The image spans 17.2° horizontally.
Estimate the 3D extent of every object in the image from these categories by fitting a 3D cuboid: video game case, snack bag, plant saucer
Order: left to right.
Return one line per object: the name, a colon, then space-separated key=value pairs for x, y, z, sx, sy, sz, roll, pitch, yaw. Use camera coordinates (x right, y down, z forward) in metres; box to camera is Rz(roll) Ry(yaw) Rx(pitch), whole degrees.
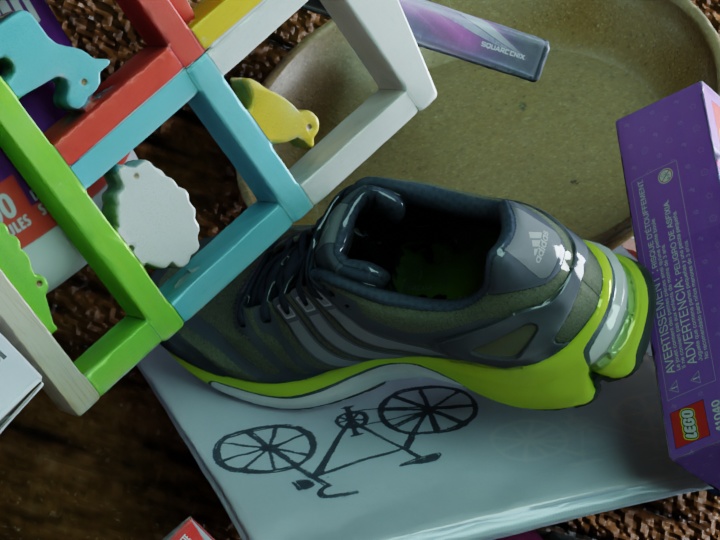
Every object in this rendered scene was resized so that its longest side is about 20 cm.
video game case: x=-0.045 y=-0.113 z=0.878 sx=0.199 sy=0.143 sz=0.019 roll=17 pitch=97 yaw=-20
snack bag: x=0.026 y=0.051 z=0.882 sx=0.188 sy=0.200 sz=0.021 roll=-11 pitch=118 yaw=-17
plant saucer: x=0.051 y=-0.052 z=0.958 sx=0.199 sy=0.036 sz=0.201 roll=-10 pitch=42 yaw=9

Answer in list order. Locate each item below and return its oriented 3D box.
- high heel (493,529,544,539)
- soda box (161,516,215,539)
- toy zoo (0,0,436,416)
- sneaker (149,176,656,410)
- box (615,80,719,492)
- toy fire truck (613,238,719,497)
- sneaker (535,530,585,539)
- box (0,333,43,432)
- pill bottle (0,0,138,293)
high heel: x=0.056 y=0.086 z=0.891 sx=0.096 sy=0.068 sz=0.200 roll=-23 pitch=36 yaw=-23
soda box: x=-0.084 y=0.149 z=0.781 sx=0.063 sy=0.200 sz=0.070 roll=44 pitch=59 yaw=-1
toy zoo: x=-0.059 y=-0.067 z=0.778 sx=0.200 sy=0.020 sz=0.131 roll=-43 pitch=112 yaw=-18
sneaker: x=0.000 y=0.000 z=0.824 sx=0.081 sy=0.199 sz=0.074 roll=44 pitch=52 yaw=-44
box: x=0.167 y=0.036 z=0.863 sx=0.200 sy=0.039 sz=0.137 roll=34 pitch=42 yaw=-44
toy fire truck: x=0.173 y=0.004 z=1.023 sx=0.200 sy=0.112 sz=0.168 roll=44 pitch=83 yaw=-2
sneaker: x=0.054 y=0.142 z=0.926 sx=0.199 sy=0.060 sz=0.104 roll=7 pitch=28 yaw=6
box: x=-0.214 y=0.031 z=0.773 sx=0.177 sy=0.200 sz=0.097 roll=46 pitch=60 yaw=-2
pill bottle: x=-0.164 y=-0.081 z=0.797 sx=0.112 sy=0.112 sz=0.200 roll=-41 pitch=112 yaw=-31
